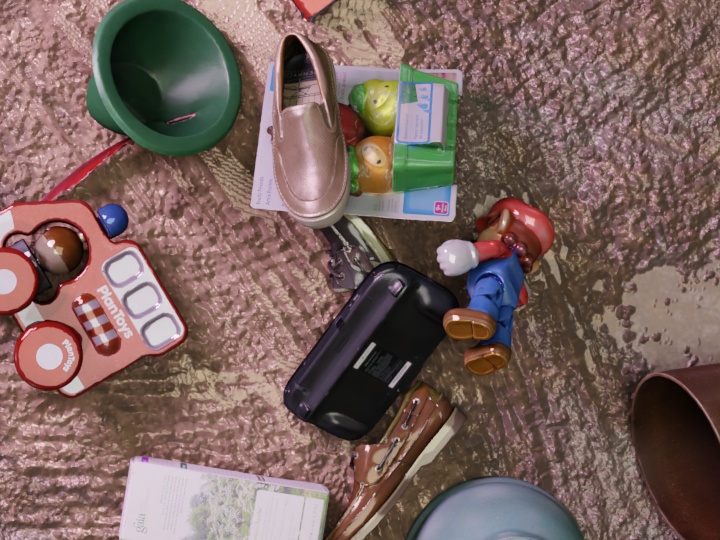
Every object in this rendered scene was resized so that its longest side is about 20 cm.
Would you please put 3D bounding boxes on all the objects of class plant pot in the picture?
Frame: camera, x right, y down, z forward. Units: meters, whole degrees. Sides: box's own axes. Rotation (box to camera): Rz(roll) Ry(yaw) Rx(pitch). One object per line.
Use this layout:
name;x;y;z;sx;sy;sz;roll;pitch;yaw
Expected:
plant pot;0.145;0.313;1.730;0.200;0.134;0.201;0;90;-6
plant pot;0.406;0.165;1.745;0.199;0.187;0.188;-16;92;-19

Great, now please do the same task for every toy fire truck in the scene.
toy fire truck;-0.283;0.019;1.701;0.168;0.112;0.200;-30;94;-10

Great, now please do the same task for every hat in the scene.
hat;-0.246;-0.166;1.748;0.200;0.176;0.166;-24;91;-42

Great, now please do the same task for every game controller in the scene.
game controller;0.011;0.084;1.729;0.104;0.042;0.200;26;114;-27

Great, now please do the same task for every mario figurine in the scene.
mario figurine;0.123;0.009;1.724;0.106;0.124;0.200;19;48;4

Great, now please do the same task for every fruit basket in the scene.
fruit basket;-0.001;-0.135;1.709;0.199;0.094;0.186;7;57;-2

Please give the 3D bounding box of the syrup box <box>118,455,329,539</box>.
syrup box;-0.136;0.240;1.730;0.199;0.081;0.079;10;88;-5

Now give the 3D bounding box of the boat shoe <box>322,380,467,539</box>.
boat shoe;0.020;0.201;1.754;0.068;0.072;0.200;41;77;-1

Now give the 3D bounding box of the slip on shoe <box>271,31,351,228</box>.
slip on shoe;-0.051;-0.137;1.652;0.076;0.061;0.201;-8;62;14

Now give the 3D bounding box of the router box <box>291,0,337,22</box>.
router box;-0.028;-0.382;1.748;0.200;0.049;0.180;-38;94;-4

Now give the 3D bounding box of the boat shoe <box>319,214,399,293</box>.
boat shoe;0.000;0.000;1.745;0.066;0.072;0.201;-42;99;-8
